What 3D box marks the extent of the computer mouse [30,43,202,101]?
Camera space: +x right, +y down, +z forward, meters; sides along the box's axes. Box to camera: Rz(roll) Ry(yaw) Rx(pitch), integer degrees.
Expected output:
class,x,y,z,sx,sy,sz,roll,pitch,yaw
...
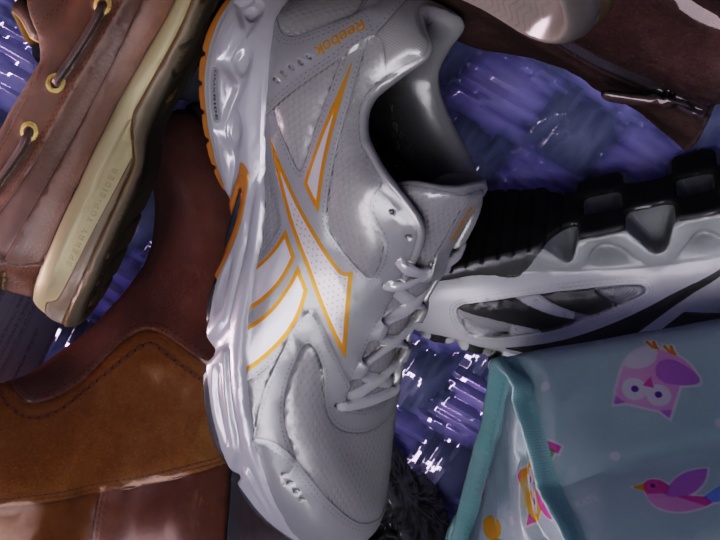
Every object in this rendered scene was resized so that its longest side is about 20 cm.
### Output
class,x,y,z,sx,sy,sz,roll,pitch,yaw
computer mouse,-0.128,-0.096,1.092,0.199,0.034,0.059,8,121,6

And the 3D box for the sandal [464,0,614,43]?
class,x,y,z,sx,sy,sz,roll,pitch,yaw
sandal,-0.018,-0.113,0.926,0.199,0.055,0.082,29,161,12

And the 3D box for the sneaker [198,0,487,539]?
class,x,y,z,sx,sy,sz,roll,pitch,yaw
sneaker,0.000,0.000,1.022,0.092,0.076,0.201,2,103,31

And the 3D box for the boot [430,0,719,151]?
class,x,y,z,sx,sy,sz,roll,pitch,yaw
boot,0.061,-0.124,0.973,0.166,0.073,0.200,31,162,8

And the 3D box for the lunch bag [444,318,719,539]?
class,x,y,z,sx,sy,sz,roll,pitch,yaw
lunch bag,0.121,0.109,1.082,0.170,0.122,0.200,-10,145,-14

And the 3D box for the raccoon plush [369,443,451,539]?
class,x,y,z,sx,sy,sz,roll,pitch,yaw
raccoon plush,-0.019,0.155,1.187,0.134,0.097,0.200,-23,113,30

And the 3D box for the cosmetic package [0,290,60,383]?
class,x,y,z,sx,sy,sz,roll,pitch,yaw
cosmetic package,-0.219,-0.012,1.127,0.107,0.085,0.200,-35,109,26

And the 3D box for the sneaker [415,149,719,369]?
class,x,y,z,sx,sy,sz,roll,pitch,yaw
sneaker,0.069,0.016,1.097,0.199,0.074,0.089,-7,116,14

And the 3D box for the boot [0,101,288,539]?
class,x,y,z,sx,sy,sz,roll,pitch,yaw
boot,-0.127,0.040,1.080,0.199,0.068,0.189,-5,92,-14

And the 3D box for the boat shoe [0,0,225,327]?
class,x,y,z,sx,sy,sz,roll,pitch,yaw
boat shoe,-0.087,-0.084,1.033,0.067,0.072,0.201,23,89,2
